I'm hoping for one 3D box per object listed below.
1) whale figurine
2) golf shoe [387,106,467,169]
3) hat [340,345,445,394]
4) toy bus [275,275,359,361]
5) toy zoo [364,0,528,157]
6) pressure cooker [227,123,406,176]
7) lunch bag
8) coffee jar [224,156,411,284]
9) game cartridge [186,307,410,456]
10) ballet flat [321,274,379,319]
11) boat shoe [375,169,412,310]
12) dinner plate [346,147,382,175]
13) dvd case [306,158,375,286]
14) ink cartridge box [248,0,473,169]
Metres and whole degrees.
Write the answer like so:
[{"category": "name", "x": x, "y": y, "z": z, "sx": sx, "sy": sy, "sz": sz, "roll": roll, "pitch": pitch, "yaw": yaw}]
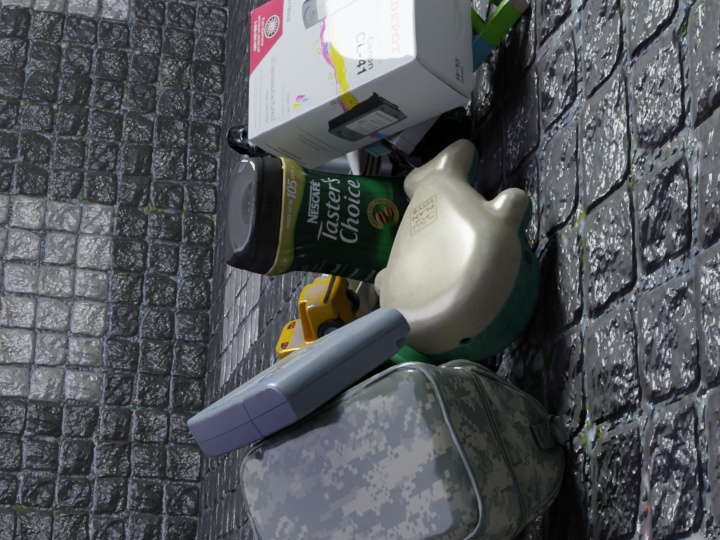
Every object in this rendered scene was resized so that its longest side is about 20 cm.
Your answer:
[{"category": "whale figurine", "x": 0.085, "y": -0.013, "z": 1.067, "sx": 0.159, "sy": 0.104, "sz": 0.200, "roll": -35, "pitch": 39, "yaw": 28}, {"category": "golf shoe", "x": 0.064, "y": -0.134, "z": 1.309, "sx": 0.200, "sy": 0.077, "sz": 0.095, "roll": -93, "pitch": 3, "yaw": -59}, {"category": "hat", "x": 0.067, "y": 0.082, "z": 1.123, "sx": 0.176, "sy": 0.200, "sz": 0.166, "roll": -38, "pitch": -33, "yaw": -38}, {"category": "toy bus", "x": -0.024, "y": 0.106, "z": 1.248, "sx": 0.065, "sy": 0.078, "sz": 0.201, "roll": -71, "pitch": -32, "yaw": -59}, {"category": "toy zoo", "x": 0.068, "y": -0.187, "z": 1.203, "sx": 0.200, "sy": 0.020, "sz": 0.131, "roll": -51, "pitch": 24, "yaw": 15}, {"category": "pressure cooker", "x": -0.055, "y": -0.144, "z": 1.516, "sx": 0.176, "sy": 0.199, "sz": 0.179, "roll": 110, "pitch": 161, "yaw": -49}, {"category": "lunch bag", "x": 0.036, "y": 0.157, "z": 0.941, "sx": 0.200, "sy": 0.167, "sz": 0.140, "roll": -33, "pitch": 66, "yaw": 28}, {"category": "coffee jar", "x": -0.020, "y": -0.041, "z": 1.154, "sx": 0.085, "sy": 0.199, "sz": 0.105, "roll": 148, "pitch": 127, "yaw": -70}, {"category": "game cartridge", "x": -0.056, "y": 0.089, "z": 0.982, "sx": 0.042, "sy": 0.133, "sz": 0.200, "roll": 62, "pitch": 150, "yaw": 1}, {"category": "ballet flat", "x": 0.000, "y": 0.000, "z": 1.270, "sx": 0.070, "sy": 0.069, "sz": 0.201, "roll": -118, "pitch": 49, "yaw": -67}, {"category": "boat shoe", "x": 0.023, "y": -0.015, "z": 1.375, "sx": 0.074, "sy": 0.069, "sz": 0.201, "roll": 50, "pitch": 143, "yaw": 38}, {"category": "dinner plate", "x": 0.005, "y": -0.168, "z": 1.319, "sx": 0.200, "sy": 0.024, "sz": 0.201, "roll": 2, "pitch": -90, "yaw": -82}, {"category": "dvd case", "x": -0.022, "y": -0.025, "z": 1.382, "sx": 0.200, "sy": 0.022, "sz": 0.146, "roll": -67, "pitch": -11, "yaw": -53}, {"category": "ink cartridge box", "x": -0.004, "y": -0.195, "z": 1.166, "sx": 0.200, "sy": 0.085, "sz": 0.148, "roll": -21, "pitch": 58, "yaw": 37}]
